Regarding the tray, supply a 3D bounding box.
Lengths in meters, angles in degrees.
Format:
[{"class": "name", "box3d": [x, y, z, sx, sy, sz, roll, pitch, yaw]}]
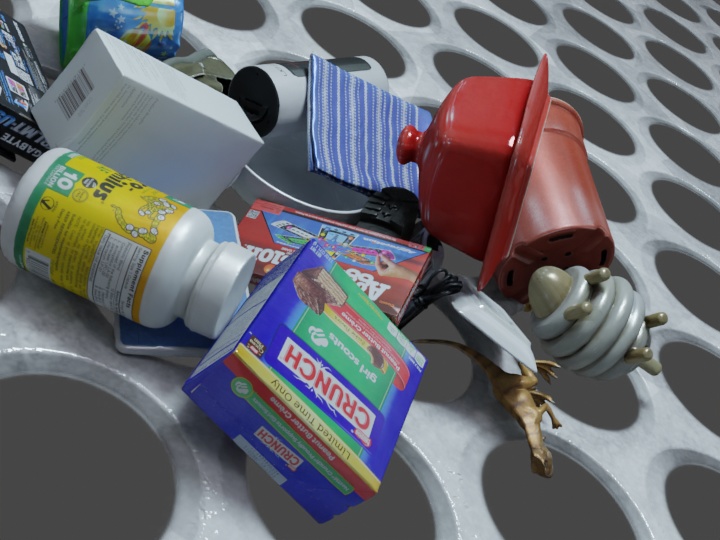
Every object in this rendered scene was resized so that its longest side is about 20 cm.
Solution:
[{"class": "tray", "box3d": [0.136, 0.047, 1.131, 0.107, 0.022, 0.200, 39, 7, -9]}]

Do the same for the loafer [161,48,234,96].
[{"class": "loafer", "box3d": [-0.195, -0.208, 1.226, 0.069, 0.075, 0.200, 29, 32, 3]}]

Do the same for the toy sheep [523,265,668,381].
[{"class": "toy sheep", "box3d": [0.274, 0.064, 1.213, 0.200, 0.138, 0.138, 40, 31, -11]}]

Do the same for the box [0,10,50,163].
[{"class": "box", "box3d": [-0.391, -0.215, 1.023, 0.198, 0.050, 0.201, 29, 26, -54]}]

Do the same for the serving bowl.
[{"class": "serving bowl", "box3d": [-0.079, -0.110, 1.203, 0.199, 0.066, 0.201, 23, 34, -16]}]

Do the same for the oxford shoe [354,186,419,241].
[{"class": "oxford shoe", "box3d": [0.000, 0.000, 1.119, 0.072, 0.085, 0.200, 29, 51, 24]}]

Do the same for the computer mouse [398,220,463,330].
[{"class": "computer mouse", "box3d": [0.067, 0.004, 1.157, 0.044, 0.110, 0.200, 41, 22, -14]}]

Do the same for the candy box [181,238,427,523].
[{"class": "candy box", "box3d": [-0.040, 0.091, 0.926, 0.169, 0.077, 0.200, 46, 33, -11]}]

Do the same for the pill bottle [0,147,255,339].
[{"class": "pill bottle", "box3d": [-0.199, -0.018, 0.917, 0.199, 0.113, 0.113, 25, 32, 4]}]

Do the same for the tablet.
[{"class": "tablet", "box3d": [-0.172, 0.006, 1.000, 0.129, 0.014, 0.201, 3, 43, -19]}]

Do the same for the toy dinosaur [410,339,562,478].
[{"class": "toy dinosaur", "box3d": [0.156, 0.121, 1.102, 0.106, 0.061, 0.200, -8, 50, -43]}]

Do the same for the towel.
[{"class": "towel", "box3d": [0.018, -0.148, 1.190, 0.199, 0.024, 0.146, 18, 62, -42]}]

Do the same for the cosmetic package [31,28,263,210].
[{"class": "cosmetic package", "box3d": [-0.207, -0.142, 1.048, 0.200, 0.113, 0.081, 23, 27, -53]}]

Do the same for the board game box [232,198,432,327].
[{"class": "board game box", "box3d": [-0.038, -0.011, 1.059, 0.199, 0.020, 0.103, 16, 48, 15]}]

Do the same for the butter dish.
[{"class": "butter dish", "box3d": [0.110, -0.118, 1.111, 0.147, 0.201, 0.200, 16, 44, 8]}]

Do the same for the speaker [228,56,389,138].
[{"class": "speaker", "box3d": [-0.057, -0.200, 1.205, 0.081, 0.081, 0.199, 46, 37, 21]}]

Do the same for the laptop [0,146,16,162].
[{"class": "laptop", "box3d": [-0.460, -0.176, 1.024, 0.200, 0.103, 0.178, 34, 22, -50]}]

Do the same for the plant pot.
[{"class": "plant pot", "box3d": [0.214, -0.077, 1.307, 0.200, 0.201, 0.196, 11, 47, -30]}]

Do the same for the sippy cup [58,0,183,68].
[{"class": "sippy cup", "box3d": [-0.272, -0.293, 1.194, 0.129, 0.140, 0.178, 1, 33, -20]}]
